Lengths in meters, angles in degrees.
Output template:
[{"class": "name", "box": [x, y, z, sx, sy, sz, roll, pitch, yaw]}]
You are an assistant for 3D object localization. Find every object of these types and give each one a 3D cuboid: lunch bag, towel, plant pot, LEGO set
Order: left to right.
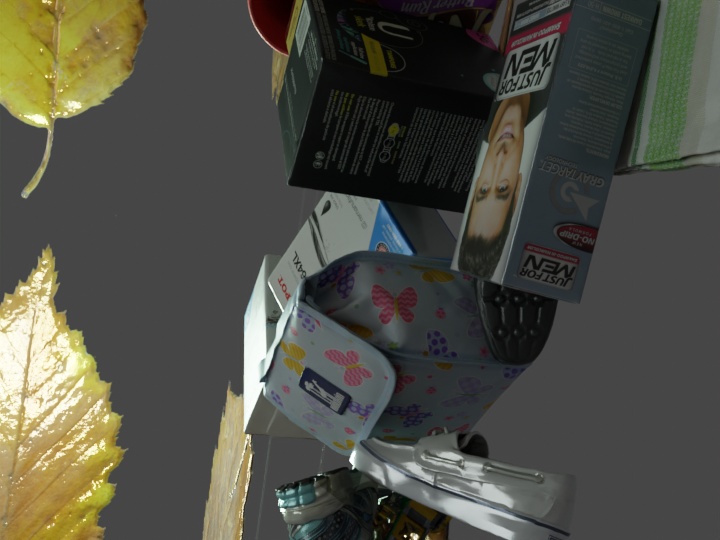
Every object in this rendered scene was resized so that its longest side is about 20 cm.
[{"class": "plant pot", "box": [-0.092, -0.497, 1.429, 0.178, 0.198, 0.202, -89, 16, -52]}, {"class": "lunch bag", "box": [0.020, 0.078, 0.717, 0.170, 0.197, 0.128, 119, 154, -48]}, {"class": "LEGO set", "box": [0.049, 0.280, 0.748, 0.154, 0.115, 0.200, -57, 3, -37]}, {"class": "towel", "box": [0.199, -0.135, 0.523, 0.200, 0.030, 0.151, -171, 91, -76]}]

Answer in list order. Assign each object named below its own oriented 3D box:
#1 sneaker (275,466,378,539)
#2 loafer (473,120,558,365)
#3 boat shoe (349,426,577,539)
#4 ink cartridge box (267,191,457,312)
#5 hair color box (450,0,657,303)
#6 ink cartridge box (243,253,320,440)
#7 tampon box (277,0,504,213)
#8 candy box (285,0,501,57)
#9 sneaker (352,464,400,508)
[{"class": "sneaker", "box": [-0.024, 0.219, 0.699, 0.200, 0.077, 0.087, 47, -152, -73]}, {"class": "loafer", "box": [0.123, -0.024, 0.666, 0.070, 0.067, 0.203, 75, -166, -77]}, {"class": "boat shoe", "box": [0.078, 0.155, 0.635, 0.198, 0.073, 0.066, 13, 78, 39]}, {"class": "ink cartridge box", "box": [0.000, 0.000, 0.879, 0.201, 0.084, 0.147, -53, 53, 33]}, {"class": "hair color box", "box": [0.128, -0.086, 0.565, 0.099, 0.060, 0.203, -158, 82, -76]}, {"class": "ink cartridge box", "box": [-0.078, 0.109, 1.133, 0.147, 0.144, 0.202, 116, 156, -46]}, {"class": "tampon box", "box": [0.034, -0.158, 0.780, 0.151, 0.197, 0.127, -103, 27, -48]}, {"class": "candy box", "box": [0.033, -0.259, 0.831, 0.057, 0.197, 0.118, -103, 26, -49]}, {"class": "sneaker", "box": [0.040, 0.169, 0.871, 0.080, 0.077, 0.203, -24, -53, -86]}]
